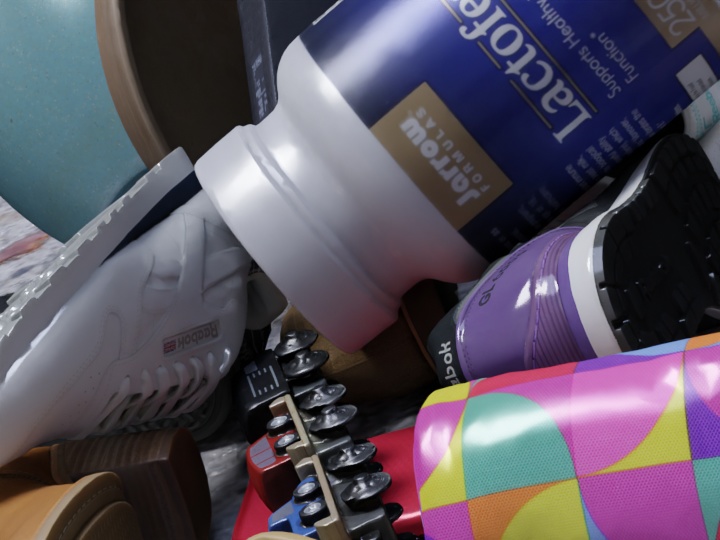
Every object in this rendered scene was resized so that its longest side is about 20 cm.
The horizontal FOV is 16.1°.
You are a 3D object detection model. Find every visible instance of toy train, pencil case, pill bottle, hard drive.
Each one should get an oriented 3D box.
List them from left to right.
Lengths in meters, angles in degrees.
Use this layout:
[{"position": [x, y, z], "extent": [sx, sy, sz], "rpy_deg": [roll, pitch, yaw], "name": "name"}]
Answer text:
[{"position": [-0.032, -0.126, 1.084], "extent": [0.042, 0.200, 0.135], "rpy_deg": [-7, -2, -6], "name": "hard drive"}, {"position": [-0.019, 0.066, 0.897], "extent": [0.046, 0.034, 0.200], "rpy_deg": [-24, 18, -3], "name": "toy train"}, {"position": [0.042, -0.068, 0.949], "extent": [0.200, 0.116, 0.116], "rpy_deg": [-41, 17, 6], "name": "pill bottle"}, {"position": [0.114, 0.061, 0.760], "extent": [0.200, 0.088, 0.088], "rpy_deg": [-15, 19, 22], "name": "pencil case"}]

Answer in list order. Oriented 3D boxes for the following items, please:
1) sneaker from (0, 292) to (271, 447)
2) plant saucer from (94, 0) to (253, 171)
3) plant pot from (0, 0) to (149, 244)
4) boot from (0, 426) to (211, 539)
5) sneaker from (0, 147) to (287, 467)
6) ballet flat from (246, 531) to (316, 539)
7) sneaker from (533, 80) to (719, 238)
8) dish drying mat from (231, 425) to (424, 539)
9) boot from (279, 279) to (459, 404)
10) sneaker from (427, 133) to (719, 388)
[{"position": [-0.126, 0.032, 1.108], "extent": [0.199, 0.076, 0.114], "rpy_deg": [-8, 20, 25], "name": "sneaker"}, {"position": [-0.056, -0.103, 1.172], "extent": [0.029, 0.200, 0.200], "rpy_deg": [-12, 19, 35], "name": "plant saucer"}, {"position": [-0.103, -0.078, 1.263], "extent": [0.200, 0.200, 0.135], "rpy_deg": [-21, 54, -4], "name": "plant pot"}, {"position": [-0.143, 0.110, 0.885], "extent": [0.155, 0.077, 0.200], "rpy_deg": [-15, 16, 9], "name": "boot"}, {"position": [-0.087, 0.025, 0.946], "extent": [0.076, 0.081, 0.200], "rpy_deg": [-35, 8, 34], "name": "sneaker"}, {"position": [-0.006, 0.125, 0.713], "extent": [0.069, 0.063, 0.200], "rpy_deg": [-55, 16, 3], "name": "ballet flat"}, {"position": [0.150, -0.059, 1.040], "extent": [0.200, 0.070, 0.080], "rpy_deg": [-30, -21, -15], "name": "sneaker"}, {"position": [0.052, 0.067, 0.903], "extent": [0.200, 0.018, 0.077], "rpy_deg": [-15, 18, 12], "name": "dish drying mat"}, {"position": [0.000, 0.000, 1.079], "extent": [0.075, 0.074, 0.200], "rpy_deg": [-26, 19, 9], "name": "boot"}, {"position": [0.082, 0.003, 0.935], "extent": [0.088, 0.076, 0.200], "rpy_deg": [-21, 1, 25], "name": "sneaker"}]
